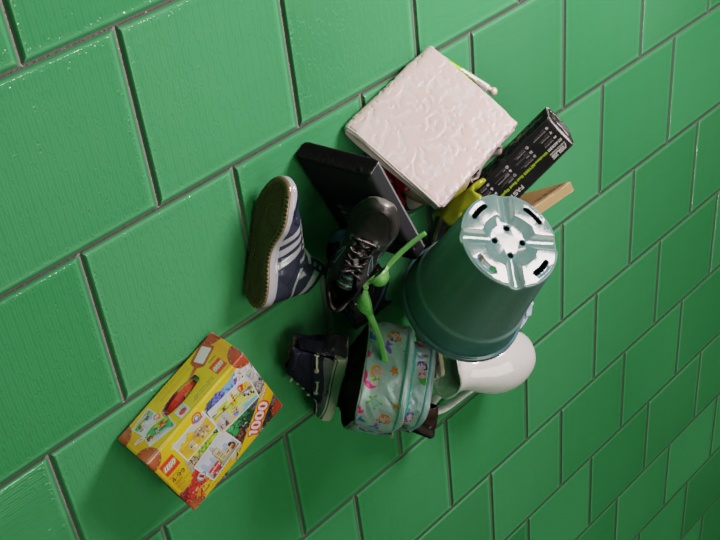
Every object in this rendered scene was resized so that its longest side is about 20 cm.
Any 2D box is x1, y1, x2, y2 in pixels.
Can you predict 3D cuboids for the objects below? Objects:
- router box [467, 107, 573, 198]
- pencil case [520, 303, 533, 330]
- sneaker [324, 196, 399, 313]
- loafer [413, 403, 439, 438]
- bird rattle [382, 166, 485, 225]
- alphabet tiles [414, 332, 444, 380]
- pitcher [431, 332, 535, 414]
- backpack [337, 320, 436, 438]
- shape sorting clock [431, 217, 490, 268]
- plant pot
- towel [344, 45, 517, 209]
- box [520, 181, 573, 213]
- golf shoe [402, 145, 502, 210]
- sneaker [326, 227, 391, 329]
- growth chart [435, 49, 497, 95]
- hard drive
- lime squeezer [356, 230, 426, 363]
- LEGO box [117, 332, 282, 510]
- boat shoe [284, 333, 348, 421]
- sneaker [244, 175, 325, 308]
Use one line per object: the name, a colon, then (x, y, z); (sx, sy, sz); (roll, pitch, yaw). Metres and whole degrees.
router box: (0.252, -0.167, 1.773); (0.200, 0.062, 0.150); (-45, -175, 16)
pencil case: (0.190, 0.033, 1.799); (0.090, 0.199, 0.084); (-26, 125, -30)
sneaker: (0.000, -0.019, 1.559); (0.080, 0.075, 0.201); (-75, -171, -47)
loafer: (0.080, 0.244, 1.957); (0.200, 0.072, 0.072); (35, 75, -57)
bird rattle: (0.100, -0.149, 1.684); (0.113, 0.198, 0.165); (90, 17, -79)
alphabet tiles: (0.107, 0.080, 1.798); (0.014, 0.200, 0.198); (-7, 81, -7)
pitcher: (0.220, 0.192, 2.058); (0.198, 0.122, 0.173); (-11, 140, -33)
backpack: (0.040, 0.169, 1.716); (0.200, 0.148, 0.180); (95, 4, -75)
shape sorting clock: (0.192, -0.057, 1.926); (0.199, 0.039, 0.202); (-27, 130, -37)
plant pot: (0.181, 0.003, 1.594); (0.200, 0.201, 0.196); (-36, 168, -30)
towel: (0.107, -0.213, 1.635); (0.200, 0.191, 0.032); (-45, 172, -20)
box: (0.236, -0.086, 1.822); (0.199, 0.163, 0.021); (-33, 101, -34)
golf shoe: (0.140, -0.165, 1.765); (0.200, 0.088, 0.078); (-44, 136, -21)
sneaker: (0.000, 0.000, 1.706); (0.081, 0.073, 0.201); (-27, 141, -16)
growth chart: (0.133, -0.224, 1.717); (0.143, 0.018, 0.202); (24, 95, -11)
hard drive: (0.001, -0.100, 1.600); (0.033, 0.138, 0.201); (-56, 142, -20)
lime squeezer: (0.035, 0.030, 1.600); (0.038, 0.070, 0.202); (-8, 116, -73)
LEGO box: (-0.226, 0.217, 1.575); (0.200, 0.077, 0.149); (-50, 140, -16)
boat shoe: (-0.077, 0.166, 1.735); (0.091, 0.075, 0.201); (7, 137, -6)
sneaker: (-0.099, -0.045, 1.574); (0.108, 0.070, 0.202); (-10, 124, -41)
